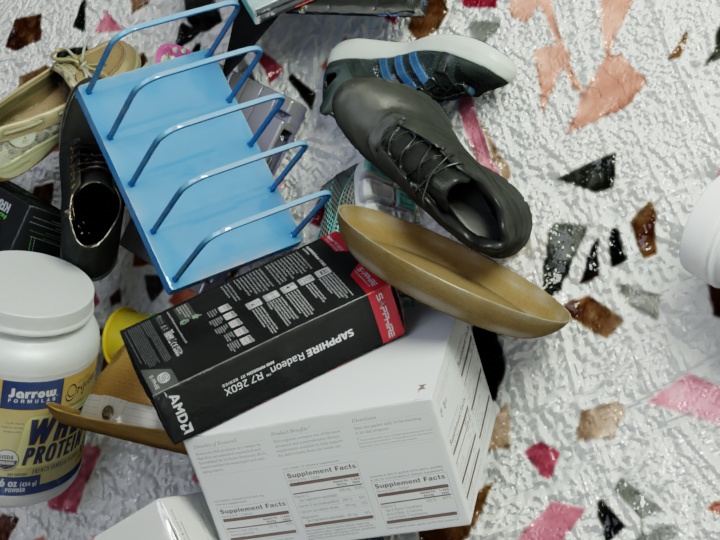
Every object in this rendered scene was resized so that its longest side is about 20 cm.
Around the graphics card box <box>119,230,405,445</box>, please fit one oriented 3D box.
[{"bbox_3d":[-0.077,0.047,1.117,0.198,0.051,0.125,-24,28,-13],"label":"graphics card box"}]

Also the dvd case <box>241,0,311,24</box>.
[{"bbox_3d":[-0.032,-0.308,1.281,0.198,0.022,0.147,-23,59,-10],"label":"dvd case"}]

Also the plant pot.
[{"bbox_3d":[0.068,0.004,1.117,0.199,0.199,0.028,33,104,34],"label":"plant pot"}]

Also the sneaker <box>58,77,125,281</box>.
[{"bbox_3d":[-0.244,-0.100,1.361,0.106,0.074,0.203,131,138,-69],"label":"sneaker"}]

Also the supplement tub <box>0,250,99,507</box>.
[{"bbox_3d":[-0.317,0.099,1.332,0.144,0.143,0.202,32,122,34],"label":"supplement tub"}]

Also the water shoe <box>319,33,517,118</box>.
[{"bbox_3d":[0.049,-0.153,1.249,0.198,0.071,0.080,6,77,44],"label":"water shoe"}]

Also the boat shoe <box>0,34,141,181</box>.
[{"bbox_3d":[-0.302,-0.170,1.442,0.073,0.063,0.200,32,67,34],"label":"boat shoe"}]

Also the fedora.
[{"bbox_3d":[-0.171,0.112,1.249,0.198,0.200,0.083,7,78,34],"label":"fedora"}]

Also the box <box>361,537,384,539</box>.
[{"bbox_3d":[-0.065,0.307,1.107,0.198,0.200,0.124,-38,79,17],"label":"box"}]

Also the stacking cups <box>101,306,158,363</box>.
[{"bbox_3d":[-0.141,0.076,1.324,0.198,0.060,0.061,8,82,29],"label":"stacking cups"}]

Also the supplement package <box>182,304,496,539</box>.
[{"bbox_3d":[-0.011,0.119,1.122,0.197,0.156,0.112,-10,114,18],"label":"supplement package"}]

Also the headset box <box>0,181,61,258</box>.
[{"bbox_3d":[-0.395,0.006,1.477,0.173,0.092,0.202,28,93,35],"label":"headset box"}]

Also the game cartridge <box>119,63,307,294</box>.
[{"bbox_3d":[-0.142,-0.088,1.376,0.129,0.038,0.202,29,94,39],"label":"game cartridge"}]

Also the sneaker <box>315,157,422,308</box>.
[{"bbox_3d":[0.000,0.000,1.249,0.091,0.077,0.203,-15,65,46],"label":"sneaker"}]

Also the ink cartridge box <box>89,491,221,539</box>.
[{"bbox_3d":[-0.144,0.243,1.181,0.145,0.199,0.086,-32,72,22],"label":"ink cartridge box"}]

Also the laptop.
[{"bbox_3d":[-0.026,-0.272,1.332,0.197,0.104,0.179,3,59,8],"label":"laptop"}]

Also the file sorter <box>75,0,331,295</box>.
[{"bbox_3d":[-0.131,-0.111,1.246,0.202,0.138,0.123,63,150,10],"label":"file sorter"}]

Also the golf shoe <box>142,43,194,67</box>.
[{"bbox_3d":[-0.178,-0.106,1.352,0.091,0.075,0.203,-25,62,41],"label":"golf shoe"}]

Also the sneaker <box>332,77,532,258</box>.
[{"bbox_3d":[0.057,-0.086,1.170,0.199,0.091,0.076,38,102,5],"label":"sneaker"}]

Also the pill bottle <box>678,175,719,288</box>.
[{"bbox_3d":[0.323,0.010,1.002,0.199,0.111,0.112,34,96,34],"label":"pill bottle"}]
